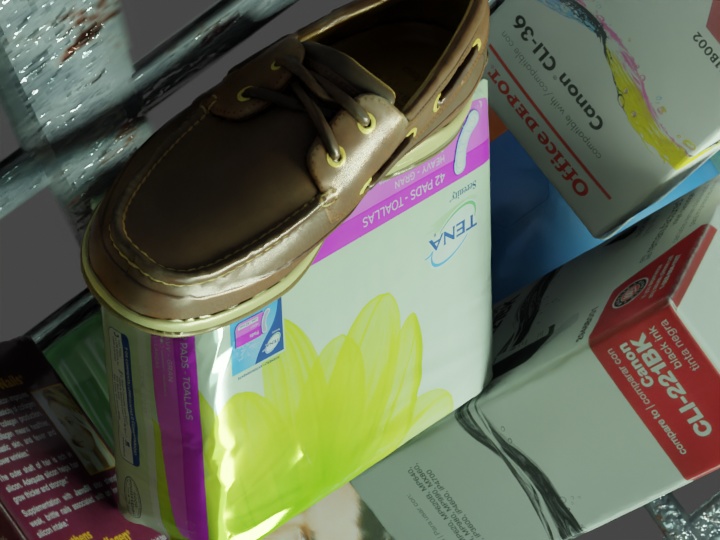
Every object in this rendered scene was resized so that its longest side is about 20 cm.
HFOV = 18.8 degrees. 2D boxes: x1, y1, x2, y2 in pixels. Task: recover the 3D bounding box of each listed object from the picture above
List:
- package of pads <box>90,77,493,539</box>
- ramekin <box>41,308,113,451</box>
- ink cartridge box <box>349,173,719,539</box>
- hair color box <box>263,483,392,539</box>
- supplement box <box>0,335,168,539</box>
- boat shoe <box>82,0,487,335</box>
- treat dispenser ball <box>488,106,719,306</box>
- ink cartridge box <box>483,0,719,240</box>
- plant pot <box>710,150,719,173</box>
[{"bbox_3d":[-0.020,0.014,0.901,0.200,0.068,0.156,-30,127,-44],"label":"package of pads"},{"bbox_3d":[-0.091,0.075,1.056,0.199,0.098,0.200,-33,169,-8],"label":"ramekin"},{"bbox_3d":[0.108,0.054,1.030,0.200,0.084,0.144,-33,-169,33],"label":"ink cartridge box"},{"bbox_3d":[-0.078,0.140,1.183,0.199,0.100,0.061,6,153,-21],"label":"hair color box"},{"bbox_3d":[-0.130,0.133,0.877,0.086,0.200,0.110,-39,172,16],"label":"supplement box"},{"bbox_3d":[-0.022,-0.052,0.769,0.200,0.072,0.068,-40,165,-40],"label":"boat shoe"},{"bbox_3d":[0.113,-0.002,1.209,0.200,0.201,0.201,-37,172,-6],"label":"treat dispenser ball"},{"bbox_3d":[0.127,-0.099,1.022,0.067,0.117,0.200,-29,168,-48],"label":"ink cartridge box"},{"bbox_3d":[0.219,-0.070,1.355,0.200,0.188,0.200,-36,172,-6],"label":"plant pot"}]
